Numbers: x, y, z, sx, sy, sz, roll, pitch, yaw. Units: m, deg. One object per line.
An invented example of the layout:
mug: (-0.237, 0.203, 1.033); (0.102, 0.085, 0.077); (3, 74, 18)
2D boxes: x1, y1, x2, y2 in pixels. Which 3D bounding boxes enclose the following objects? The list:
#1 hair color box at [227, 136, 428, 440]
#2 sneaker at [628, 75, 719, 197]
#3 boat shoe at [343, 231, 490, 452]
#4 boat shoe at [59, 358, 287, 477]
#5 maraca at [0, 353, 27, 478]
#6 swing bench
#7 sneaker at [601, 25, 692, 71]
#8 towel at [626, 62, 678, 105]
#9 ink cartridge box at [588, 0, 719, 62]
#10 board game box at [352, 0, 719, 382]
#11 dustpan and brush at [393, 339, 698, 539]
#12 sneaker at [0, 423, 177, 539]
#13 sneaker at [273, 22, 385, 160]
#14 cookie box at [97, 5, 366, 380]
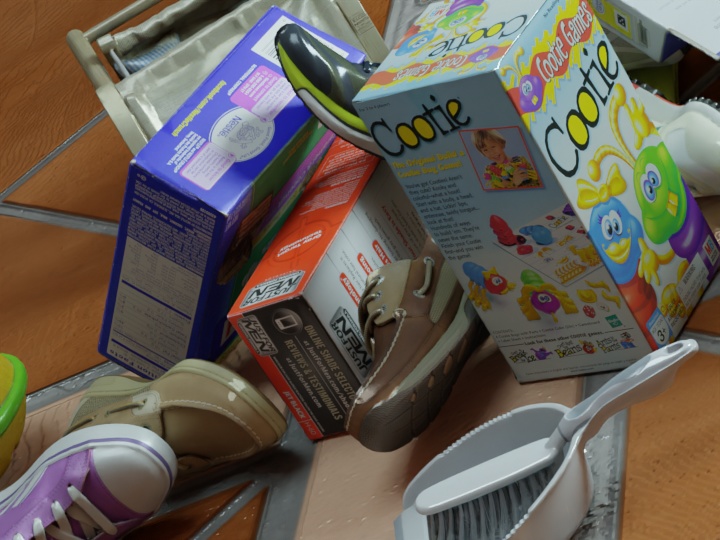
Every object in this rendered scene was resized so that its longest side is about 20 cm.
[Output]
hair color box: (0.000, 0.000, 1.702); (0.061, 0.102, 0.200); (-17, 26, 32)
sneaker: (0.177, -0.055, 1.660); (0.093, 0.070, 0.200); (-53, 28, -4)
boat shoe: (0.031, 0.033, 1.608); (0.200, 0.072, 0.076); (-51, -15, -51)
boat shoe: (-0.117, 0.102, 1.694); (0.200, 0.071, 0.065); (-11, 36, 55)
maraca: (-0.294, 0.120, 1.814); (0.137, 0.107, 0.200); (-10, 31, 39)
swing bench: (-0.093, -0.151, 2.080); (0.199, 0.130, 0.200); (-32, 24, -2)
sneaker: (0.130, -0.123, 1.825); (0.200, 0.076, 0.115); (6, 64, 54)
towel: (0.175, -0.128, 1.852); (0.086, 0.018, 0.200); (-29, 24, 20)
ink cartridge box: (0.229, -0.211, 1.751); (0.198, 0.047, 0.200); (-34, 50, -20)
board game box: (0.102, -0.051, 1.552); (0.105, 0.200, 0.103); (-10, 32, 40)
dustpan and brush: (0.095, 0.100, 1.440); (0.200, 0.057, 0.140); (-27, 24, 11)
sneaker: (-0.193, 0.174, 1.645); (0.200, 0.073, 0.114); (-33, 25, 25)
sneaker: (0.041, -0.103, 1.674); (0.081, 0.200, 0.074); (-60, 11, 14)
cookie box: (-0.083, -0.041, 1.776); (0.171, 0.075, 0.200); (-51, -14, -36)
